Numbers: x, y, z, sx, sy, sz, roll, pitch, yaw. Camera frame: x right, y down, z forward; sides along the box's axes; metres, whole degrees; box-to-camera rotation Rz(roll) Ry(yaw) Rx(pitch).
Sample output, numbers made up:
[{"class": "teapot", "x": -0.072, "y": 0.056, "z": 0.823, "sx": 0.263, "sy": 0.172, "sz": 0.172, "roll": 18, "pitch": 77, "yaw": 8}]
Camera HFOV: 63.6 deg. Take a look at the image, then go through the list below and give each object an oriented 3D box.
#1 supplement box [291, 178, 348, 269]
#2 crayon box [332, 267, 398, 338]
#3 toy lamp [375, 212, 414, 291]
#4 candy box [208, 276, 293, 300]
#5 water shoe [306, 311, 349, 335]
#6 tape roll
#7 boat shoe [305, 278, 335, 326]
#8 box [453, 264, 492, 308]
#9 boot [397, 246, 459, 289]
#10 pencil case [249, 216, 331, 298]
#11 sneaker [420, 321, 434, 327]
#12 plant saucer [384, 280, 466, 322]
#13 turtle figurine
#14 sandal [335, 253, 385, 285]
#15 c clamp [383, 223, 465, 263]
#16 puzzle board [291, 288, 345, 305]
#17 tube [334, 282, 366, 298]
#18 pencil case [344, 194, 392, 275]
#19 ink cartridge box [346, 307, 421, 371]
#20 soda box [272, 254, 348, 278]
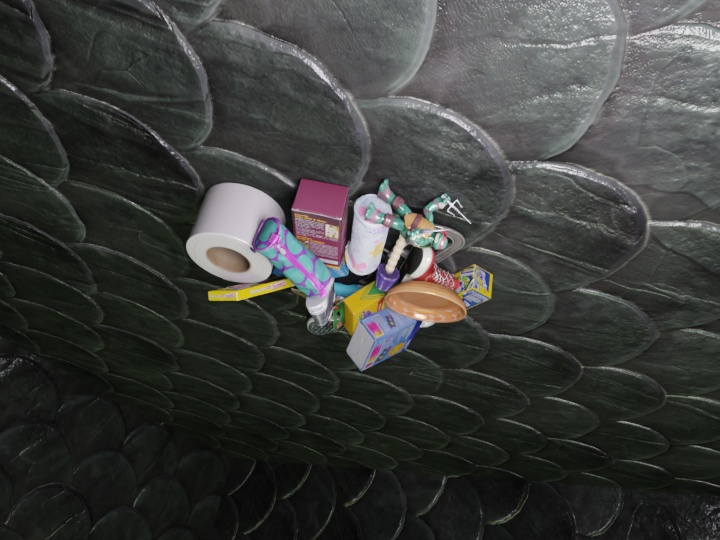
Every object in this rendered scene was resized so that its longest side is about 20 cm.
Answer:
[{"class": "supplement box", "x": -0.086, "y": -0.099, "z": 1.284, "sx": 0.108, "sy": 0.087, "sz": 0.201, "roll": 11, "pitch": 150, "yaw": 3}, {"class": "crayon box", "x": 0.023, "y": 0.090, "z": 1.459, "sx": 0.051, "sy": 0.198, "sz": 0.128, "roll": 50, "pitch": 160, "yaw": 26}, {"class": "toy lamp", "x": 0.080, "y": -0.035, "z": 1.290, "sx": 0.057, "sy": 0.059, "sz": 0.202, "roll": 16, "pitch": 131, "yaw": -7}, {"class": "candy box", "x": -0.255, "y": 0.042, "z": 1.385, "sx": 0.100, "sy": 0.027, "sz": 0.198, "roll": -5, "pitch": -174, "yaw": 36}, {"class": "water shoe", "x": -0.051, "y": 0.127, "z": 1.592, "sx": 0.195, "sy": 0.080, "sz": 0.073, "roll": 1, "pitch": 127, "yaw": -13}, {"class": "tape roll", "x": -0.283, "y": -0.082, "z": 1.334, "sx": 0.198, "sy": 0.142, "sz": 0.204, "roll": 9, "pitch": 149, "yaw": 5}, {"class": "boat shoe", "x": -0.093, "y": 0.066, "z": 1.449, "sx": 0.070, "sy": 0.201, "sz": 0.069, "roll": -15, "pitch": 117, "yaw": 7}, {"class": "box", "x": 0.235, "y": 0.060, "z": 1.439, "sx": 0.063, "sy": 0.071, "sz": 0.199, "roll": 27, "pitch": 146, "yaw": -23}, {"class": "boot", "x": 0.175, "y": 0.001, "z": 1.337, "sx": 0.141, "sy": 0.074, "sz": 0.200, "roll": 11, "pitch": 162, "yaw": -6}, {"class": "pencil case", "x": -0.146, "y": -0.023, "z": 1.260, "sx": 0.200, "sy": 0.085, "sz": 0.092, "roll": 44, "pitch": -179, "yaw": -40}, {"class": "sneaker", "x": 0.111, "y": 0.114, "z": 1.591, "sx": 0.196, "sy": 0.075, "sz": 0.081, "roll": -14, "pitch": 129, "yaw": 28}, {"class": "plant saucer", "x": 0.154, "y": 0.072, "z": 1.366, "sx": 0.195, "sy": 0.038, "sz": 0.201, "roll": 11, "pitch": 159, "yaw": 4}, {"class": "turtle figurine", "x": 0.113, "y": -0.095, "z": 1.157, "sx": 0.197, "sy": 0.151, "sz": 0.102, "roll": 27, "pitch": 134, "yaw": 4}, {"class": "sandal", "x": 0.000, "y": 0.000, "z": 1.456, "sx": 0.075, "sy": 0.044, "sz": 0.200, "roll": 23, "pitch": 148, "yaw": -18}, {"class": "c clamp", "x": 0.134, "y": -0.061, "z": 1.323, "sx": 0.169, "sy": 0.028, "sz": 0.199, "roll": 29, "pitch": 146, "yaw": -24}, {"class": "puzzle board", "x": -0.074, "y": 0.083, "z": 1.586, "sx": 0.196, "sy": 0.018, "sz": 0.151, "roll": 12, "pitch": 170, "yaw": 21}, {"class": "tube", "x": -0.051, "y": 0.054, "z": 1.564, "sx": 0.195, "sy": 0.051, "sz": 0.078, "roll": 10, "pitch": 157, "yaw": 11}, {"class": "pencil case", "x": 0.014, "y": -0.077, "z": 1.279, "sx": 0.082, "sy": 0.091, "sz": 0.201, "roll": -27, "pitch": 156, "yaw": -24}, {"class": "ink cartridge box", "x": 0.073, "y": 0.159, "z": 1.492, "sx": 0.077, "sy": 0.197, "sz": 0.138, "roll": 48, "pitch": 140, "yaw": 25}, {"class": "soda box", "x": -0.120, "y": -0.018, "z": 1.446, "sx": 0.196, "sy": 0.069, "sz": 0.064, "roll": -9, "pitch": 144, "yaw": 32}]
